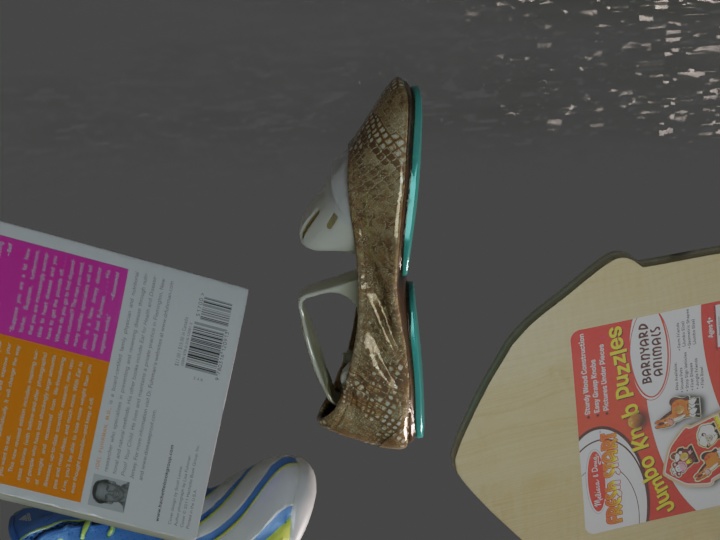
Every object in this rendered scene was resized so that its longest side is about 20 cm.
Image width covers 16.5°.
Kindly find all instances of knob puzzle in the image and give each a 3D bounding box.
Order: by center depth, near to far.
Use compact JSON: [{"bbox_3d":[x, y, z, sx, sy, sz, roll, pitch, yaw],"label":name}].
[{"bbox_3d":[0.143,0.078,1.354,0.218,0.030,0.221,-5,114,-12],"label":"knob puzzle"}]

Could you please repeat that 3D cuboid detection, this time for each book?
[{"bbox_3d":[-0.163,0.048,1.232,0.199,0.048,0.134,16,78,-19],"label":"book"}]

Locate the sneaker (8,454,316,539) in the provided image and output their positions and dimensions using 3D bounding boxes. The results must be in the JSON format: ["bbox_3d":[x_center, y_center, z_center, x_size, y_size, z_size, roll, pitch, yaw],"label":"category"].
[{"bbox_3d":[-0.120,0.148,1.293,0.200,0.076,0.105,-42,115,6],"label":"sneaker"}]

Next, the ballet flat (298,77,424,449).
[{"bbox_3d":[0.000,0.000,1.268,0.065,0.071,0.201,0,109,1],"label":"ballet flat"}]
